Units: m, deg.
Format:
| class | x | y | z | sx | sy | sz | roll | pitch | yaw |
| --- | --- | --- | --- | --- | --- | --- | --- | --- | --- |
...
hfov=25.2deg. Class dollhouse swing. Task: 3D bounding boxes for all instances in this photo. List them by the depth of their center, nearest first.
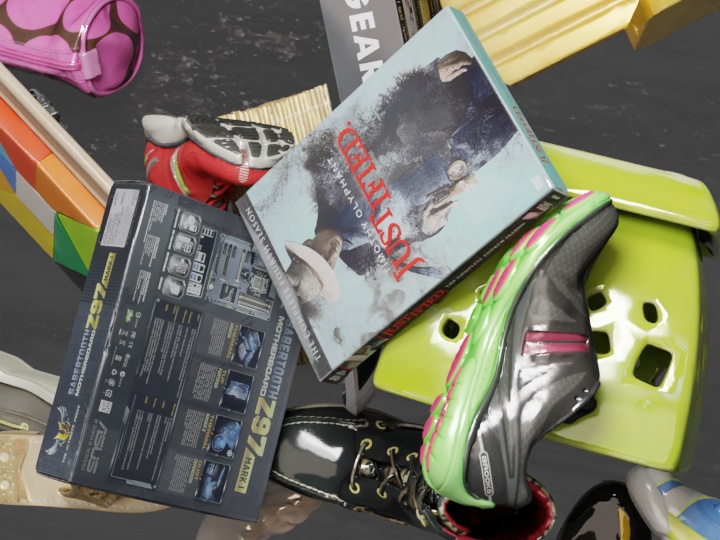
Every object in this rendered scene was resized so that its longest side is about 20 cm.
| class | x | y | z | sx | sy | sz | roll | pitch | yaw |
| --- | --- | --- | --- | --- | --- | --- | --- | --- | --- |
| dollhouse swing | 0.128 | -0.240 | 1.080 | 0.176 | 0.182 | 0.200 | -23 | 85 | 3 |

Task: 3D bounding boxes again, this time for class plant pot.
| class | x | y | z | sx | sy | sz | roll | pitch | yaw |
| --- | --- | --- | --- | --- | --- | --- | --- | --- | --- |
| plant pot | 0.141 | 0.020 | 1.062 | 0.199 | 0.200 | 0.182 | 14 | 87 | 14 |

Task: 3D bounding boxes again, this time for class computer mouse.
| class | x | y | z | sx | sy | sz | roll | pitch | yaw |
| --- | --- | --- | --- | --- | --- | --- | --- | --- | --- |
| computer mouse | 0.000 | 0.000 | 1.123 | 0.044 | 0.110 | 0.200 | -6 | 86 | -5 |

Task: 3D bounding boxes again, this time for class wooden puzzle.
| class | x | y | z | sx | sy | sz | roll | pitch | yaw |
| --- | --- | --- | --- | --- | --- | --- | --- | --- | --- |
| wooden puzzle | -0.228 | -0.057 | 1.170 | 0.037 | 0.185 | 0.200 | -35 | 78 | -23 |

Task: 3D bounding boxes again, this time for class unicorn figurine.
| class | x | y | z | sx | sy | sz | roll | pitch | yaw |
| --- | --- | --- | --- | --- | --- | --- | --- | --- | --- |
| unicorn figurine | -0.103 | 0.189 | 1.182 | 0.137 | 0.074 | 0.200 | 15 | 77 | 6 |

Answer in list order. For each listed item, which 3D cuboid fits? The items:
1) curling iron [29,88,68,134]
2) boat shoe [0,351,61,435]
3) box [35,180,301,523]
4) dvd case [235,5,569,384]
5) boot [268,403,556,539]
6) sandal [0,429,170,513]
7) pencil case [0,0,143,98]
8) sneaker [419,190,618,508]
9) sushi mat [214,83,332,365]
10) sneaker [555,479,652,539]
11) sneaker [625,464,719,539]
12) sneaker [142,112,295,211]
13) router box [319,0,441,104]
| class | x | y | z | sx | sy | sz | roll | pitch | yaw |
| --- | --- | --- | --- | --- | --- | --- | --- | --- | --- |
| curling iron | -0.201 | -0.046 | 1.211 | 0.026 | 0.050 | 0.200 | -31 | 101 | -11 |
| boat shoe | -0.244 | 0.110 | 1.226 | 0.202 | 0.072 | 0.060 | 18 | 96 | 20 |
| box | -0.116 | 0.057 | 1.074 | 0.051 | 0.158 | 0.200 | 6 | 80 | 50 |
| dvd case | 0.019 | -0.044 | 0.991 | 0.200 | 0.022 | 0.146 | -40 | 61 | 27 |
| boot | 0.029 | 0.138 | 1.086 | 0.203 | 0.154 | 0.074 | 14 | 87 | -5 |
| sandal | -0.200 | 0.140 | 1.138 | 0.212 | 0.070 | 0.078 | -7 | 91 | 19 |
| pencil case | -0.269 | -0.185 | 1.215 | 0.200 | 0.094 | 0.091 | 12 | 112 | 15 |
| sneaker | 0.104 | 0.047 | 0.938 | 0.084 | 0.077 | 0.200 | 26 | 84 | -7 |
| sushi mat | -0.047 | -0.031 | 1.199 | 0.096 | 0.012 | 0.200 | -13 | 88 | 14 |
| sneaker | 0.147 | 0.244 | 1.113 | 0.070 | 0.090 | 0.200 | 24 | 97 | 13 |
| sneaker | 0.275 | 0.184 | 1.090 | 0.105 | 0.076 | 0.200 | -43 | 95 | 1 |
| sneaker | -0.103 | -0.066 | 1.141 | 0.077 | 0.200 | 0.085 | 4 | 95 | -23 |
| router box | 0.015 | -0.185 | 1.089 | 0.052 | 0.157 | 0.200 | -9 | 100 | 15 |
